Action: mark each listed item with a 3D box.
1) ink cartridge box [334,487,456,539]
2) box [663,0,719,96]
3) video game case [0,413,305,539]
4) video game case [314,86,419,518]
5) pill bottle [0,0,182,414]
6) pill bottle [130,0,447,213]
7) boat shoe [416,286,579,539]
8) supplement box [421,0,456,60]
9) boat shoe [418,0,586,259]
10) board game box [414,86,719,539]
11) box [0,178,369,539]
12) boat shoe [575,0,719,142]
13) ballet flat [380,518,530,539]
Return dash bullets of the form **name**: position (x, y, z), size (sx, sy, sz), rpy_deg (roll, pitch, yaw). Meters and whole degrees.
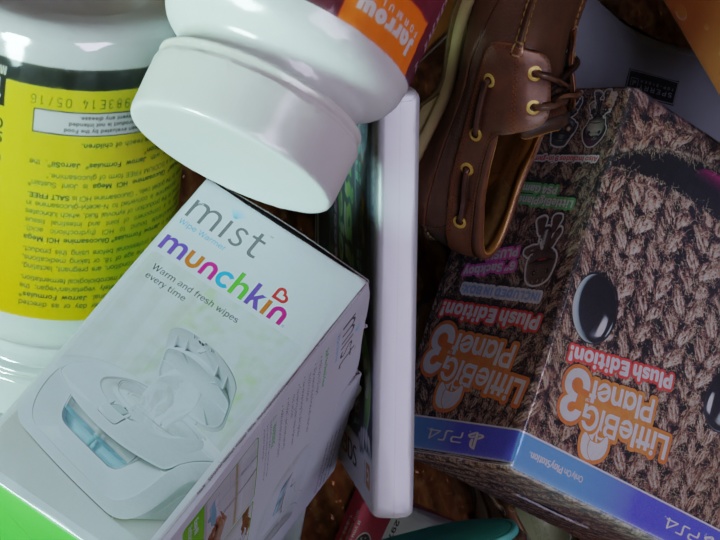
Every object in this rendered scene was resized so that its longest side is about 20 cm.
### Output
- **ink cartridge box**: position (0.050, 0.211, 1.240), size (0.084, 0.200, 0.146), rpy_deg (25, 87, -32)
- **box**: position (0.215, -0.161, 1.160), size (0.097, 0.124, 0.201), rpy_deg (-23, 77, -32)
- **video game case**: position (-0.125, 0.164, 1.233), size (0.199, 0.023, 0.184), rpy_deg (7, 96, -32)
- **video game case**: position (0.000, 0.000, 1.184), size (0.023, 0.182, 0.202), rpy_deg (-1, 101, -10)
- **pill bottle**: position (-0.140, -0.037, 1.116), size (0.112, 0.112, 0.201), rpy_deg (-7, 119, -29)
- **pill bottle**: position (-0.015, -0.135, 1.036), size (0.114, 0.114, 0.201), rpy_deg (32, 75, -31)
- **boat shoe**: position (0.091, 0.097, 1.316), size (0.075, 0.074, 0.201), rpy_deg (-32, 114, -22)
- **supplement box**: position (-0.035, -0.173, 1.141), size (0.199, 0.067, 0.069), rpy_deg (26, 127, -34)
- **boat shoe**: position (0.078, -0.094, 1.162), size (0.072, 0.068, 0.201), rpy_deg (-16, 139, -49)
- **board game box**: position (0.128, 0.029, 1.235), size (0.159, 0.097, 0.201), rpy_deg (27, 76, -36)
- **box**: position (-0.085, 0.090, 1.097), size (0.096, 0.200, 0.177), rpy_deg (32, 63, 12)
- **boat shoe**: position (0.127, -0.110, 1.306), size (0.199, 0.057, 0.069), rpy_deg (19, 92, -32)
- **ballet flat**: position (-0.004, 0.167, 1.198), size (0.067, 0.199, 0.064), rpy_deg (-39, 117, -67)
